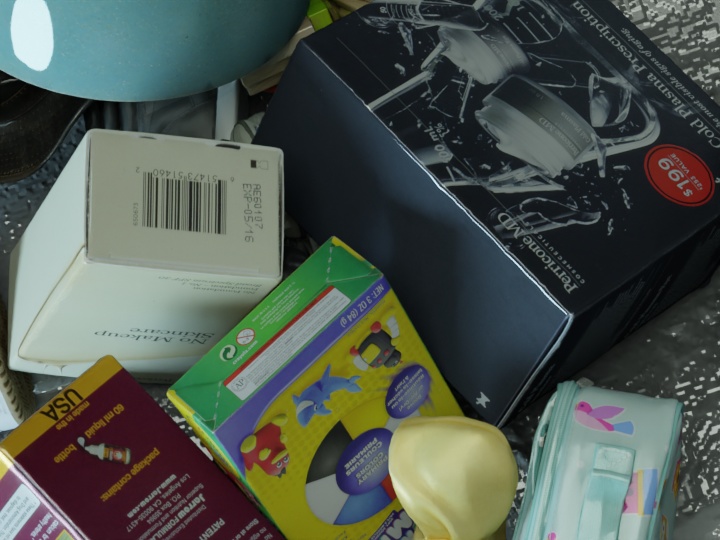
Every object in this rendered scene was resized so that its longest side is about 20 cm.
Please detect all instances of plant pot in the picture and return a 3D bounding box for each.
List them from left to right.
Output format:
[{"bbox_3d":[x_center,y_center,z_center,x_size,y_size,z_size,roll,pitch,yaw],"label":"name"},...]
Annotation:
[{"bbox_3d":[-0.119,-0.203,1.306,0.199,0.135,0.200,4,45,-4],"label":"plant pot"}]

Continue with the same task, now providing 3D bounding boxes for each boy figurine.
[{"bbox_3d":[0.038,0.154,1.275,0.064,0.200,0.125,14,45,11],"label":"boy figurine"}]

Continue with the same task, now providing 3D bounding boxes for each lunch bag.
[{"bbox_3d":[0.111,0.153,1.287,0.077,0.160,0.201,10,80,11],"label":"lunch bag"}]

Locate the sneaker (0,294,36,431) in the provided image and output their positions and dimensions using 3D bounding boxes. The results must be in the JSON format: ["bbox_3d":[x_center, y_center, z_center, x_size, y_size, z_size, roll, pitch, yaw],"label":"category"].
[{"bbox_3d":[-0.260,0.007,1.395,0.112,0.071,0.201,-15,107,10],"label":"sneaker"}]

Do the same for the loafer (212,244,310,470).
[{"bbox_3d":[-0.041,0.082,1.351,0.070,0.068,0.201,5,109,-12],"label":"loafer"}]

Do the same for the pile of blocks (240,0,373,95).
[{"bbox_3d":[0.011,-0.146,1.395,0.200,0.062,0.082,-39,35,-21],"label":"pile of blocks"}]

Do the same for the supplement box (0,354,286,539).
[{"bbox_3d":[-0.100,0.156,1.276,0.200,0.110,0.086,46,54,4],"label":"supplement box"}]

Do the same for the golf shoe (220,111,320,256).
[{"bbox_3d":[0.000,0.000,1.385,0.097,0.078,0.201,-27,94,-34],"label":"golf shoe"}]

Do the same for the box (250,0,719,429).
[{"bbox_3d":[0.078,-0.053,1.324,0.200,0.104,0.182,45,51,15],"label":"box"}]

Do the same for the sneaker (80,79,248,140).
[{"bbox_3d":[-0.112,-0.142,1.434,0.099,0.071,0.201,1,82,4],"label":"sneaker"}]

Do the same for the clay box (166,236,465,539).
[{"bbox_3d":[-0.006,0.089,1.294,0.115,0.200,0.048,-43,46,-11],"label":"clay box"}]

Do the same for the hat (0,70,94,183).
[{"bbox_3d":[-0.204,-0.150,1.414,0.200,0.081,0.201,-20,54,31],"label":"hat"}]

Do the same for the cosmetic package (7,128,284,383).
[{"bbox_3d":[-0.114,-0.003,1.324,0.103,0.200,0.073,5,71,-16],"label":"cosmetic package"}]
